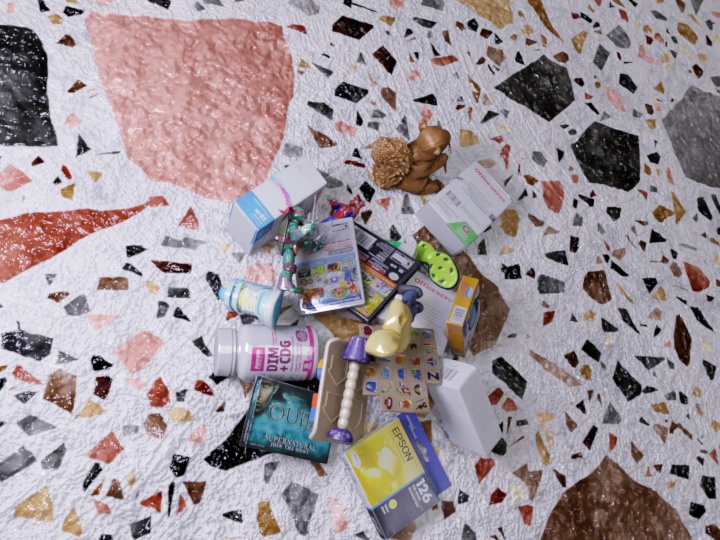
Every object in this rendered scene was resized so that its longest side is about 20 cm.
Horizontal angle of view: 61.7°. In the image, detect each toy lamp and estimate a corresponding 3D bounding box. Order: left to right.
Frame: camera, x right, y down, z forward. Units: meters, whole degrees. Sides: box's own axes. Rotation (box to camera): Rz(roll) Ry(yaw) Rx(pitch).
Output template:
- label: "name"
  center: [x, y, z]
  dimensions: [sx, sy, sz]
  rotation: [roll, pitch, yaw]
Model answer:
- label: "toy lamp"
  center: [-0.021, 0.228, 1.173]
  dimensions: [0.058, 0.058, 0.200]
  rotation: [16, 78, -14]

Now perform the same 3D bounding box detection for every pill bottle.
- label: "pill bottle"
  center: [-0.192, 0.166, 1.222]
  dimensions: [0.200, 0.113, 0.114]
  rotation: [3, 71, -19]

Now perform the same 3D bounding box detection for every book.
- label: "book"
  center: [0.037, 0.021, 1.359]
  dimensions: [0.133, 0.048, 0.200]
  rotation: [11, 60, 22]

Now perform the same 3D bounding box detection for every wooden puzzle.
- label: "wooden puzzle"
  center: [-0.042, 0.250, 1.236]
  dimensions: [0.185, 0.046, 0.200]
  rotation: [32, 66, -55]

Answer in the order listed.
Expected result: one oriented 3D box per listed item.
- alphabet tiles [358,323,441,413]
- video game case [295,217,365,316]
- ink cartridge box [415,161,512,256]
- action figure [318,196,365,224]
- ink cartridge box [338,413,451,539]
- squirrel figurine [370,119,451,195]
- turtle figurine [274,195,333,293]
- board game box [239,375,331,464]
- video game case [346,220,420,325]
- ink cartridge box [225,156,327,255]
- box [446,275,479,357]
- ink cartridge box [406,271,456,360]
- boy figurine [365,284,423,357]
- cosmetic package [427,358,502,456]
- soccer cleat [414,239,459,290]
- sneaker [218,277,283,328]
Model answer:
- label: "alphabet tiles"
  center: [0.083, 0.199, 1.236]
  dimensions: [0.167, 0.008, 0.200]
  rotation: [5, 51, -10]
- label: "video game case"
  center: [-0.072, -0.009, 1.305]
  dimensions: [0.143, 0.018, 0.200]
  rotation: [-11, 71, 7]
- label: "ink cartridge box"
  center: [0.262, -0.156, 1.515]
  dimensions: [0.200, 0.084, 0.146]
  rotation: [-41, 89, -27]
- label: "action figure"
  center: [-0.061, -0.117, 1.377]
  dimensions: [0.065, 0.099, 0.200]
  rotation: [39, 60, 5]
- label: "ink cartridge box"
  center: [0.083, 0.420, 1.267]
  dimensions: [0.200, 0.047, 0.198]
  rotation: [-26, 88, -24]
- label: "squirrel figurine"
  center: [0.124, -0.271, 1.447]
  dimensions: [0.200, 0.187, 0.142]
  rotation: [-15, 78, -24]
- label: "turtle figurine"
  center: [-0.128, -0.056, 1.243]
  dimensions: [0.100, 0.150, 0.200]
  rotation: [14, 89, 12]
- label: "board game box"
  center: [-0.136, 0.299, 1.200]
  dimensions: [0.200, 0.028, 0.136]
  rotation: [25, 66, -36]
- label: "video game case"
  center: [0.000, 0.000, 1.337]
  dimensions: [0.200, 0.026, 0.181]
  rotation: [34, 68, 25]
- label: "ink cartridge box"
  center: [-0.183, -0.141, 1.312]
  dimensions: [0.200, 0.145, 0.085]
  rotation: [-40, 87, -27]
- label: "box"
  center: [0.235, 0.112, 1.358]
  dimensions: [0.041, 0.200, 0.119]
  rotation: [14, 65, 22]
- label: "ink cartridge box"
  center: [0.127, 0.121, 1.370]
  dimensions: [0.145, 0.088, 0.200]
  rotation: [29, 66, -9]
- label: "boy figurine"
  center: [0.073, 0.115, 1.219]
  dimensions: [0.064, 0.125, 0.200]
  rotation: [10, 37, 23]
- label: "cosmetic package"
  center: [0.222, 0.293, 1.293]
  dimensions: [0.074, 0.102, 0.200]
  rotation: [-41, 121, -29]
- label: "soccer cleat"
  center: [0.182, -0.008, 1.386]
  dimensions: [0.081, 0.200, 0.068]
  rotation: [37, 99, -33]
- label: "sneaker"
  center: [-0.224, 0.063, 1.212]
  dimensions: [0.130, 0.200, 0.080]
  rotation: [13, 88, -7]
